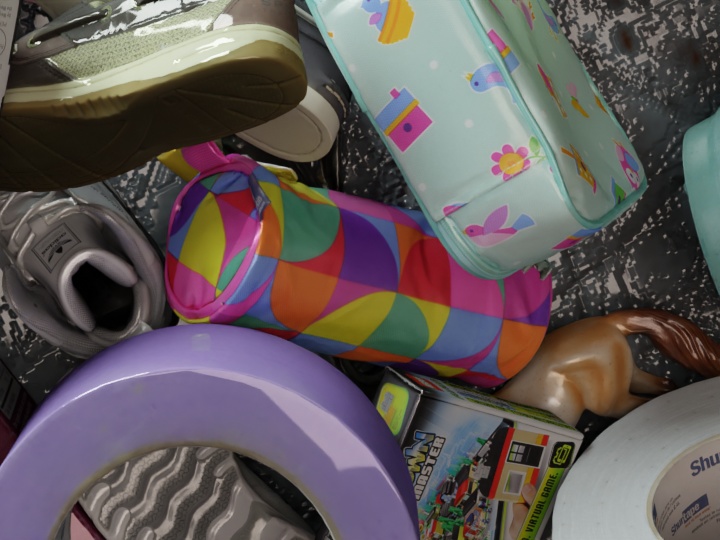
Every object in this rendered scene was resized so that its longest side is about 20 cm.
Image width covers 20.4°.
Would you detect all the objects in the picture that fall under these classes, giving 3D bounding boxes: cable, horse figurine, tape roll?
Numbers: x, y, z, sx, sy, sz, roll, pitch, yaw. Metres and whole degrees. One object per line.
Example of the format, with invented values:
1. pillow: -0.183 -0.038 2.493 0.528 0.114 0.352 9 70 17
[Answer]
1. cable: -0.028 -0.033 1.030 0.097 0.050 0.201 -42 113 -19
2. horse figurine: 0.109 0.084 1.048 0.200 0.050 0.133 -40 106 0
3. tape roll: -0.071 0.130 0.891 0.198 0.085 0.202 0 101 0
4. tape roll: 0.193 0.130 0.948 0.199 0.200 0.066 -22 121 -5

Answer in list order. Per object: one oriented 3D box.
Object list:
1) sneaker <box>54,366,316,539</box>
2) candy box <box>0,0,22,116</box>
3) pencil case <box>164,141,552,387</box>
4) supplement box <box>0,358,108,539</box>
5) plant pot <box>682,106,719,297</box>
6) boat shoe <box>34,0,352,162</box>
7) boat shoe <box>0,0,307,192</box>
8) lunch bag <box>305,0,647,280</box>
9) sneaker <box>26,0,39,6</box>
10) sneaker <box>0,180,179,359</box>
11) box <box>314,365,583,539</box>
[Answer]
1. sneaker: -0.085 0.118 0.991 0.075 0.082 0.200 -47 116 -10
2. candy box: -0.225 -0.041 0.871 0.061 0.136 0.201 1 106 -49
3. pencil case: 0.000 0.000 0.970 0.199 0.088 0.089 17 95 -37
4. supplement box: -0.197 0.130 0.982 0.131 0.103 0.200 -38 100 -1
5. plant pot: 0.241 -0.035 0.995 0.133 0.200 0.201 -17 100 22
6. boat shoe: -0.086 -0.130 0.931 0.199 0.073 0.063 35 58 -14
7. boat shoe: -0.112 -0.086 0.886 0.200 0.072 0.066 -12 59 27
8. lunch bag: 0.055 -0.093 0.956 0.077 0.160 0.201 -29 90 20
9. sneaker: -0.154 -0.149 0.968 0.199 0.075 0.105 -21 94 -9
10. sneaker: -0.158 -0.034 0.962 0.075 0.115 0.200 -41 100 -2
11. box: 0.024 0.155 0.985 0.110 0.035 0.201 17 99 -35
